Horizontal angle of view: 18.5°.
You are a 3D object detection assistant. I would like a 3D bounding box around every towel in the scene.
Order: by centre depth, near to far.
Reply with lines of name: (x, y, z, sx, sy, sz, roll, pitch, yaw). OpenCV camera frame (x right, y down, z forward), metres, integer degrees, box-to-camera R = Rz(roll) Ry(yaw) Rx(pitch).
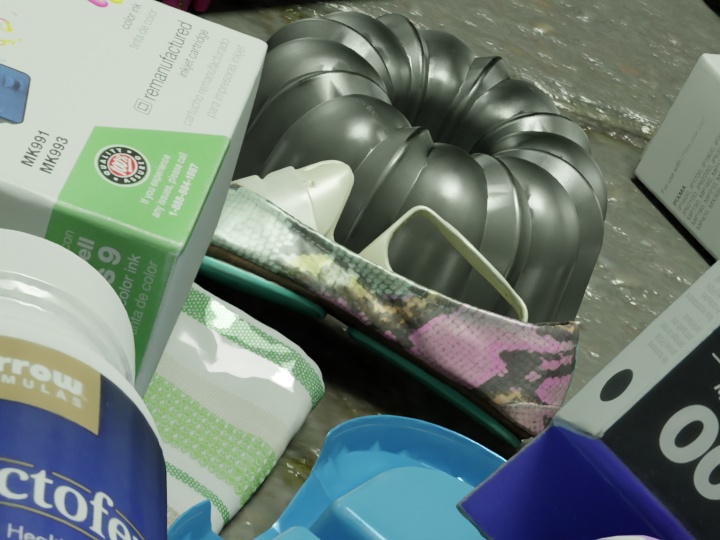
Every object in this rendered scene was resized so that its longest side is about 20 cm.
towel: (-0.105, 0.045, 0.796, 0.148, 0.031, 0.200, 31, 29, 6)

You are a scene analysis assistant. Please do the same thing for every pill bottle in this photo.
pill bottle: (-0.111, 0.085, 0.622, 0.115, 0.116, 0.201, 17, 35, -18)

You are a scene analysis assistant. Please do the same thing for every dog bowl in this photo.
dog bowl: (0.000, 0.117, 0.751, 0.111, 0.050, 0.200, 38, 30, 17)

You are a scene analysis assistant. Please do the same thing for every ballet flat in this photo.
ballet flat: (0.000, 0.000, 0.909, 0.199, 0.072, 0.069, 27, -5, -3)

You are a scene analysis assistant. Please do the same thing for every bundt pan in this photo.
bundt pan: (0.028, -0.051, 1.019, 0.200, 0.076, 0.203, 21, 30, -12)

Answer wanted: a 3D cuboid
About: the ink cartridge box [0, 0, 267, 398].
ink cartridge box: (-0.148, -0.048, 0.791, 0.198, 0.088, 0.146, 19, 35, 0)

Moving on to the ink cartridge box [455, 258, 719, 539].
ink cartridge box: (0.168, 0.085, 0.733, 0.198, 0.200, 0.043, 46, 7, -13)

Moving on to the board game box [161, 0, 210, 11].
board game box: (-0.096, -0.210, 1.216, 0.200, 0.026, 0.199, 43, 31, 24)

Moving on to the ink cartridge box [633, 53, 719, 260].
ink cartridge box: (0.263, -0.022, 1.167, 0.147, 0.086, 0.200, 0, 41, -41)

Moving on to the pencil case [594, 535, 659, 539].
pencil case: (0.057, 0.164, 0.653, 0.083, 0.086, 0.200, -1, 29, 34)
